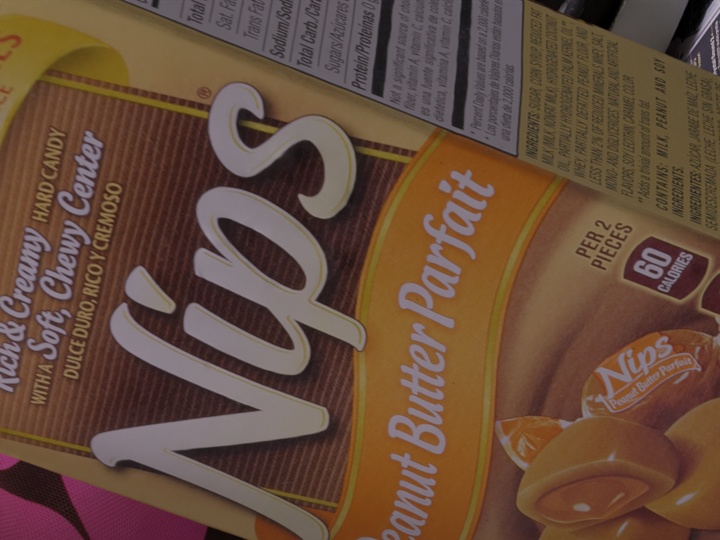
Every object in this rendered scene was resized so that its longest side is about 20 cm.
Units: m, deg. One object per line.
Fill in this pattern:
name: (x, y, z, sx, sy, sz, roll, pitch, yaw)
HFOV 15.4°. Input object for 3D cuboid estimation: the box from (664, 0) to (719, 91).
box: (0.099, -0.098, 0.588, 0.158, 0.050, 0.201, 123, 161, -44)

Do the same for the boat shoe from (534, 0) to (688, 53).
boat shoe: (0.035, -0.106, 0.617, 0.202, 0.060, 0.072, -93, 24, -59)

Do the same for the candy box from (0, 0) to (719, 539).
candy box: (0.002, 0.001, 0.516, 0.055, 0.199, 0.116, -85, 20, -48)

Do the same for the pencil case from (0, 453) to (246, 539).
pencil case: (-0.075, 0.049, 0.601, 0.200, 0.093, 0.091, -23, -55, -60)
